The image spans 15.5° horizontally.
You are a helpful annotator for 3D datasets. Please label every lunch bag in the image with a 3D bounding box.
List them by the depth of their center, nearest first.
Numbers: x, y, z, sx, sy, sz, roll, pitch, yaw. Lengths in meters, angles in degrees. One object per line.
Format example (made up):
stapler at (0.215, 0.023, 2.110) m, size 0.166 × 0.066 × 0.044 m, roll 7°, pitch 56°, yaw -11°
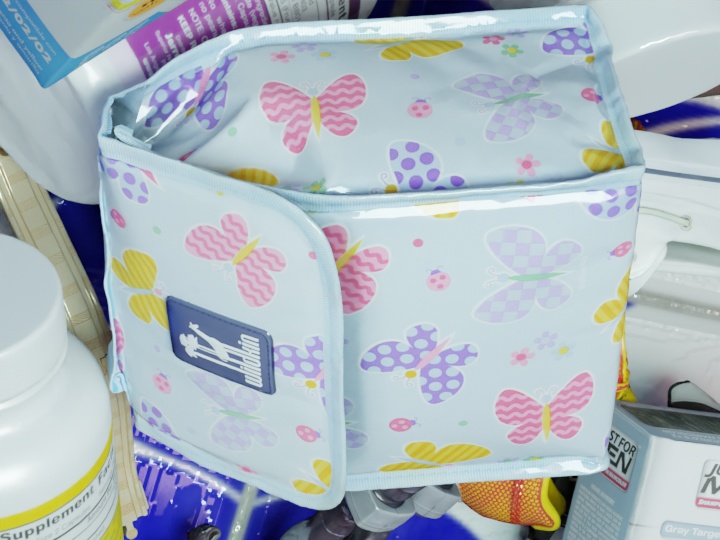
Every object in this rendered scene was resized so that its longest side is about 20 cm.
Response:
lunch bag at (0.000, 0.000, 1.025) m, size 0.199 × 0.128 × 0.170 m, roll -2°, pitch 134°, yaw -5°

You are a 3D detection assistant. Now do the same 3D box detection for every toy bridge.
toy bridge at (-0.124, 0.030, 1.131) m, size 0.027 × 0.067 × 0.201 m, roll -25°, pitch 117°, yaw -19°

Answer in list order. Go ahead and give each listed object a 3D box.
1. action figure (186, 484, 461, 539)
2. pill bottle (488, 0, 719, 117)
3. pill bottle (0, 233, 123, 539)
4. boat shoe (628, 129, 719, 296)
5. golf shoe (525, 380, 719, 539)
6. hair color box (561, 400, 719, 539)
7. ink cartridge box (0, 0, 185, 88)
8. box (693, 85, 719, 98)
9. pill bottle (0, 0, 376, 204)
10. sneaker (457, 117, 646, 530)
action figure at (-0.024, 0.138, 1.217) m, size 0.130 × 0.069 × 0.200 m, roll 15°, pitch 122°, yaw -49°
pill bottle at (0.091, -0.170, 1.096) m, size 0.114 × 0.114 × 0.201 m, roll -11°, pitch 75°, yaw -25°
pill bottle at (-0.153, 0.086, 1.080) m, size 0.111 × 0.111 × 0.201 m, roll -19°, pitch 133°, yaw -22°
boat shoe at (0.111, -0.023, 1.146) m, size 0.199 × 0.073 × 0.067 m, roll -2°, pitch 81°, yaw -27°
golf shoe at (0.106, 0.131, 1.301) m, size 0.199 × 0.078 × 0.095 m, roll -32°, pitch 86°, yaw 0°
hair color box at (0.140, 0.166, 1.223) m, size 0.099 × 0.061 × 0.201 m, roll 8°, pitch 103°, yaw -23°
ink cartridge box at (-0.056, -0.144, 0.909) m, size 0.115 × 0.200 × 0.068 m, roll -36°, pitch 92°, yaw -26°
box at (0.179, -0.140, 1.235) m, size 0.199 × 0.075 × 0.101 m, roll -7°, pitch 110°, yaw -25°
pill bottle at (-0.062, -0.122, 1.076) m, size 0.200 × 0.112 × 0.113 m, roll -38°, pitch 122°, yaw -27°
sneaker at (0.102, 0.024, 1.239) m, size 0.077 × 0.073 × 0.201 m, roll 19°, pitch 105°, yaw 5°
